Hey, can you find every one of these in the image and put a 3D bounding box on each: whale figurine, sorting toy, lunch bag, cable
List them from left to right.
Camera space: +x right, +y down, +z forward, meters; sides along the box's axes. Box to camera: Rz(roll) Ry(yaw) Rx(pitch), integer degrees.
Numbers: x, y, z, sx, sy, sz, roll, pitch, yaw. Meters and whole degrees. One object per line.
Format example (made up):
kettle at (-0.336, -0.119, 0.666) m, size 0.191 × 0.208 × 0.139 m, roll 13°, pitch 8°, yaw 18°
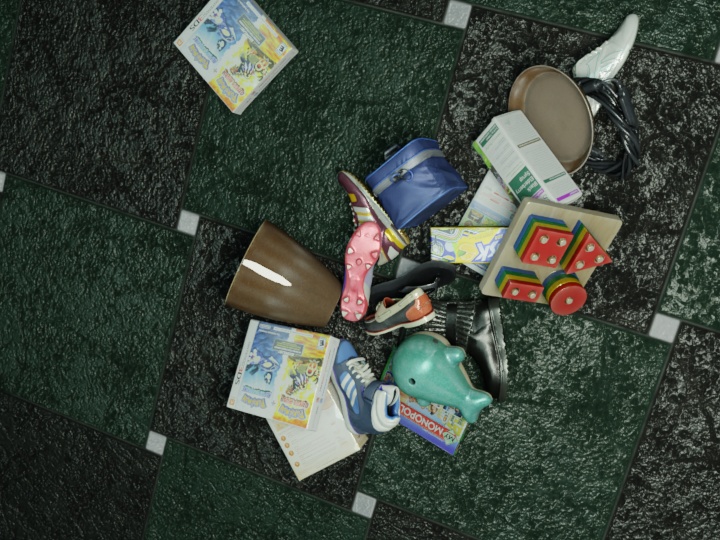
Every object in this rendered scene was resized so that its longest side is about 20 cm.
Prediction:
lunch bag at (0.097, -0.167, 1.312) m, size 0.135 × 0.200 × 0.133 m, roll -36°, pitch 84°, yaw 19°
whale figurine at (0.145, 0.208, 1.323) m, size 0.200 × 0.104 × 0.160 m, roll 40°, pitch 124°, yaw 12°
sorting toy at (0.342, -0.012, 1.251) m, size 0.196 × 0.070 × 0.202 m, roll 9°, pitch 125°, yaw -19°
cable at (0.416, -0.244, 1.256) m, size 0.162 × 0.051 × 0.201 m, roll 3°, pitch 128°, yaw 53°

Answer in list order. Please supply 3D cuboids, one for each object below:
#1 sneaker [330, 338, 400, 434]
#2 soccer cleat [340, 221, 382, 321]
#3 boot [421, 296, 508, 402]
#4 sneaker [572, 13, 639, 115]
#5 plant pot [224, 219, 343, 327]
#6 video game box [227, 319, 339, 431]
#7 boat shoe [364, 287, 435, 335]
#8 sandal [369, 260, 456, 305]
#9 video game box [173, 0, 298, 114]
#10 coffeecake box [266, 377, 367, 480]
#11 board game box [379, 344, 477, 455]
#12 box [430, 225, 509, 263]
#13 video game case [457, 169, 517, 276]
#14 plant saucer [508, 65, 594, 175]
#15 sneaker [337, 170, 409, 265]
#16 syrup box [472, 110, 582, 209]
sneaker at (0.020, 0.218, 1.394) m, size 0.146 × 0.080 × 0.203 m, roll -24°, pitch 75°, yaw 42°
soccer cleat at (0.000, 0.000, 1.381) m, size 0.066 × 0.077 × 0.203 m, roll 11°, pitch 102°, yaw 3°
boot at (0.203, 0.153, 1.378) m, size 0.156 × 0.079 × 0.214 m, roll -7°, pitch 89°, yaw 12°
sneaker at (0.431, -0.372, 1.278) m, size 0.080 × 0.070 × 0.202 m, roll 31°, pitch 102°, yaw 12°
plant pot at (-0.139, 0.027, 1.414) m, size 0.198 × 0.187 × 0.189 m, roll 26°, pitch 101°, yaw -4°
video game box at (-0.156, 0.205, 1.410) m, size 0.198 × 0.047 × 0.185 m, roll 8°, pitch 79°, yaw 28°
boat shoe at (0.066, 0.079, 1.370) m, size 0.199 × 0.071 × 0.063 m, roll -20°, pitch 101°, yaw 55°
sandal at (0.105, 0.036, 1.378) m, size 0.199 × 0.076 × 0.043 m, roll -25°, pitch 50°, yaw 35°
video game box at (-0.257, -0.457, 1.452) m, size 0.182 × 0.047 × 0.200 m, roll -43°, pitch 84°, yaw 16°
coffeecake box at (-0.103, 0.303, 1.470) m, size 0.152 × 0.073 × 0.202 m, roll -29°, pitch 88°, yaw 15°
board game box at (0.128, 0.254, 1.409) m, size 0.199 × 0.029 × 0.136 m, roll 27°, pitch 100°, yaw 24°
box at (0.234, -0.049, 1.341) m, size 0.197 × 0.064 × 0.071 m, roll 1°, pitch 96°, yaw 13°
video game case at (0.270, -0.088, 1.370) m, size 0.142 × 0.018 × 0.202 m, roll 30°, pitch 101°, yaw 9°
plant saucer at (0.345, -0.269, 1.268) m, size 0.032 × 0.200 × 0.202 m, roll -25°, pitch 88°, yaw -24°
sneaker at (0.005, -0.104, 1.405) m, size 0.090 × 0.075 × 0.201 m, roll -41°, pitch 84°, yaw 9°
syrup box at (0.302, -0.184, 1.291) m, size 0.201 × 0.081 × 0.079 m, roll 58°, pitch 144°, yaw 14°
